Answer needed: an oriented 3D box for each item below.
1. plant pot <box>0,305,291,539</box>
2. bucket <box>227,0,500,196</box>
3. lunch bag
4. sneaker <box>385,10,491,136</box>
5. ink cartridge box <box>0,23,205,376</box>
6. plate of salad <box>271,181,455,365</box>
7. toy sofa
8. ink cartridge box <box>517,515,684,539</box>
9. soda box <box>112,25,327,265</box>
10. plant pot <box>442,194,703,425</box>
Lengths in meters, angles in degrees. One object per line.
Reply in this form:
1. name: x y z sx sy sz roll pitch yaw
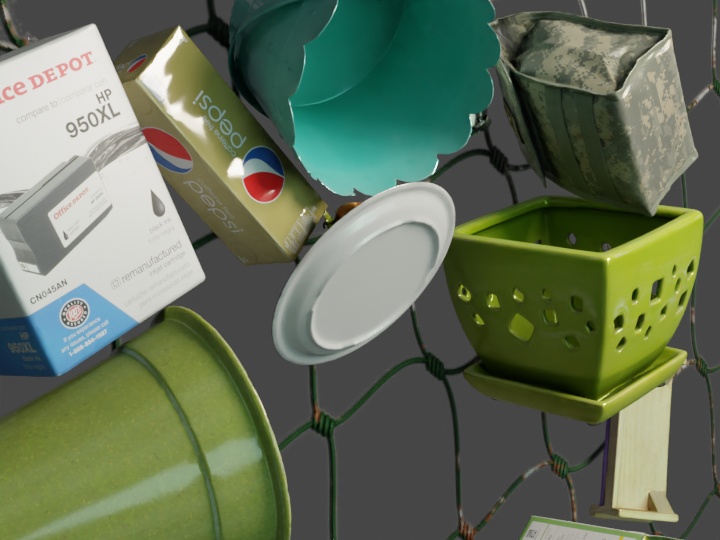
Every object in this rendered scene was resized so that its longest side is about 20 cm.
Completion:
1. plant pot: -0.178 0.147 0.740 0.189 0.200 0.202 -19 102 -32
2. bucket: -0.002 -0.177 0.896 0.206 0.135 0.208 -21 135 -22
3. lunch bag: 0.216 -0.163 1.112 0.118 0.199 0.165 -47 134 -21
4. sneaker: 0.057 -0.185 1.047 0.200 0.073 0.119 10 75 -47
5. ink cartridge box: -0.216 -0.048 0.762 0.144 0.084 0.201 -37 113 -40
6. plate of salad: 0.000 0.000 0.954 0.199 0.048 0.201 -32 149 -22
7. toy sofa: 0.319 0.194 1.305 0.082 0.097 0.202 9 81 -19
8. ink cartridge box: 0.264 0.321 1.147 0.059 0.199 0.104 -51 121 -33
9. soda box: -0.116 -0.093 0.877 0.200 0.067 0.064 51 55 -31
10. plant pot: 0.217 0.037 1.119 0.198 0.199 0.183 -20 111 -44
